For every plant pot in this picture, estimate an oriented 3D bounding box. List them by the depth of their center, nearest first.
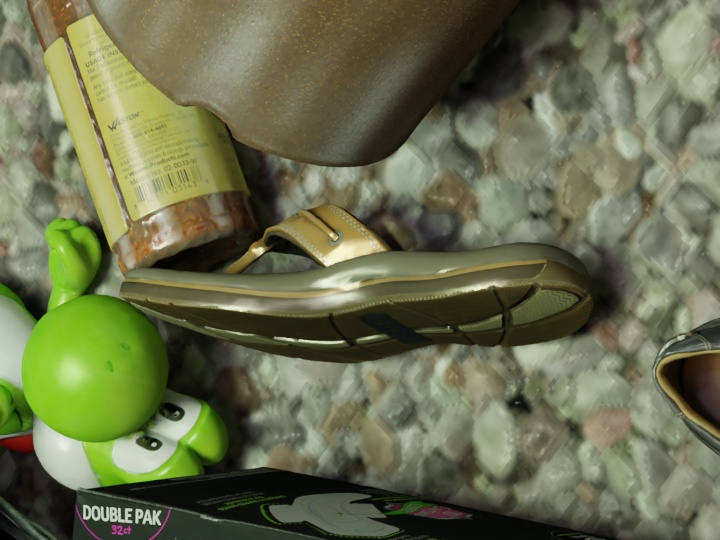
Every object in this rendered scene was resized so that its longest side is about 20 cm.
[{"bbox_3d":[0.002,-0.159,1.080,0.200,0.200,0.199,49,122,23],"label":"plant pot"}]

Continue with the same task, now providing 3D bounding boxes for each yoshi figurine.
[{"bbox_3d":[-0.146,0.033,1.229,0.199,0.112,0.113,19,95,29],"label":"yoshi figurine"}]

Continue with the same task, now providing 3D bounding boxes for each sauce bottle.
[{"bbox_3d":[-0.101,-0.095,1.218,0.066,0.066,0.201,-25,77,31],"label":"sauce bottle"}]

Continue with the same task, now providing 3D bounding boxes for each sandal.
[{"bbox_3d":[0.000,0.000,1.150,0.199,0.080,0.054,-5,69,28],"label":"sandal"}]

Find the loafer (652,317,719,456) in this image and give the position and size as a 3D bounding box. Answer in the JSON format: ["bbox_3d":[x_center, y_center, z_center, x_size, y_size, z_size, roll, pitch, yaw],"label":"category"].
[{"bbox_3d":[0.191,0.071,1.021,0.199,0.072,0.073,20,101,31],"label":"loafer"}]

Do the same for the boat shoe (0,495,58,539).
[{"bbox_3d":[-0.184,0.101,1.184,0.199,0.074,0.068,42,146,-11],"label":"boat shoe"}]

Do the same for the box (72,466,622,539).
[{"bbox_3d":[0.000,0.163,1.088,0.199,0.124,0.150,8,96,35],"label":"box"}]
